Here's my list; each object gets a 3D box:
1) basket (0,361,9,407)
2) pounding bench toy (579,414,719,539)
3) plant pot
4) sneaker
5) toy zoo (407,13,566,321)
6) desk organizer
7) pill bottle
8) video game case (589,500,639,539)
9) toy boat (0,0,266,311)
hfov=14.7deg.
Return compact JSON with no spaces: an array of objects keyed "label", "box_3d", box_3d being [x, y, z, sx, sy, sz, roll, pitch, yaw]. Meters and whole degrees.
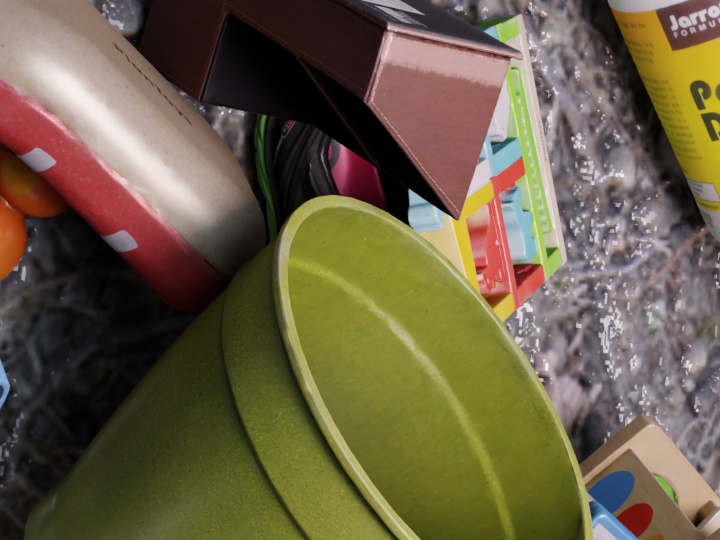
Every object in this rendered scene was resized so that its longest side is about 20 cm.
[{"label":"basket","box_3d":[-0.239,0.090,1.104,0.199,0.176,0.140,-15,72,-19]},{"label":"pounding bench toy","box_3d":[0.125,0.147,1.363,0.124,0.156,0.200,-39,115,3]},{"label":"plant pot","box_3d":[-0.037,0.104,1.201,0.200,0.193,0.201,41,28,-28]},{"label":"sneaker","box_3d":[0.000,0.000,1.322,0.076,0.084,0.201,-20,103,-31]},{"label":"toy zoo","box_3d":[0.055,-0.044,1.326,0.200,0.020,0.132,-37,118,-68]},{"label":"desk organizer","box_3d":[-0.020,-0.095,1.230,0.071,0.200,0.077,9,106,-34]},{"label":"pill bottle","box_3d":[0.195,-0.118,1.434,0.109,0.109,0.201,-37,111,-27]},{"label":"video game case","box_3d":[0.123,0.216,1.293,0.143,0.018,0.200,-45,114,5]},{"label":"toy boat","box_3d":[-0.144,-0.044,1.218,0.131,0.131,0.200,-41,117,7]}]
